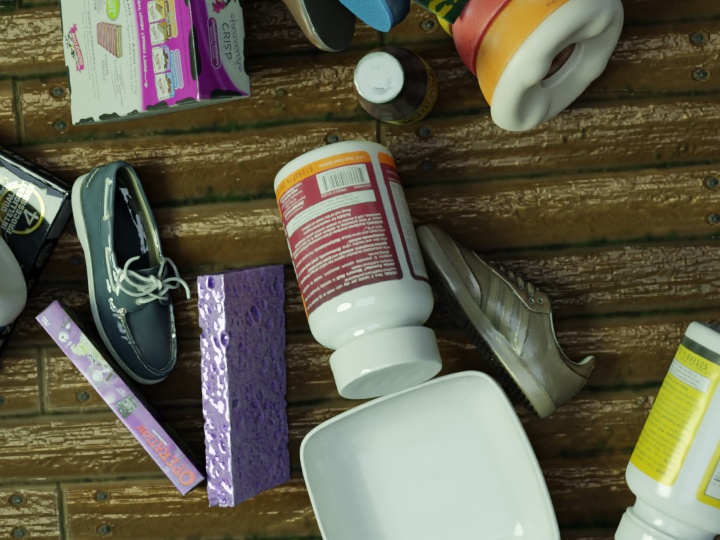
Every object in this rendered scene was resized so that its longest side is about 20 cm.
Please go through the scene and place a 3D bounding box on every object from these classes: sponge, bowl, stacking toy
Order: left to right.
[{"bbox_3d":[-0.101,0.099,1.450,0.030,0.111,0.201,-1,93,25],"label":"sponge"},{"bbox_3d":[0.065,0.198,1.452,0.199,0.075,0.201,-21,89,9],"label":"bowl"},{"bbox_3d":[0.114,-0.231,1.411,0.146,0.146,0.200,-46,68,8],"label":"stacking toy"}]

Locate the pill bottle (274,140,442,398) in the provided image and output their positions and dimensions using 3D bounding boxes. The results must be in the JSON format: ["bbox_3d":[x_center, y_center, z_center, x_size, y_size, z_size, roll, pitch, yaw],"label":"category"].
[{"bbox_3d":[0.000,0.000,1.405,0.109,0.110,0.201,-18,72,9],"label":"pill bottle"}]

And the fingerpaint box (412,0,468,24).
[{"bbox_3d":[0.036,-0.329,1.382,0.200,0.073,0.167,38,99,34],"label":"fingerpaint box"}]

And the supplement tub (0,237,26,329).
[{"bbox_3d":[-0.405,0.037,1.421,0.200,0.145,0.145,-39,87,12],"label":"supplement tub"}]

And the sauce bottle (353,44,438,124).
[{"bbox_3d":[0.027,-0.154,1.373,0.066,0.200,0.066,1,96,8],"label":"sauce bottle"}]

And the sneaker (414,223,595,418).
[{"bbox_3d":[0.125,0.031,1.447,0.075,0.070,0.200,-36,91,-10],"label":"sneaker"}]

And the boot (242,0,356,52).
[{"bbox_3d":[-0.100,-0.225,1.405,0.200,0.064,0.187,-33,67,41],"label":"boot"}]

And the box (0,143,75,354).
[{"bbox_3d":[-0.371,-0.024,1.515,0.161,0.049,0.201,30,99,7],"label":"box"}]

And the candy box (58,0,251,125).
[{"bbox_3d":[-0.180,-0.203,1.415,0.199,0.061,0.137,-2,95,49],"label":"candy box"}]

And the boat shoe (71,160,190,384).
[{"bbox_3d":[-0.200,0.001,1.477,0.062,0.075,0.201,-18,83,45],"label":"boat shoe"}]

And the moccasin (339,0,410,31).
[{"bbox_3d":[-0.018,-0.282,1.295,0.068,0.080,0.200,-35,86,-20],"label":"moccasin"}]

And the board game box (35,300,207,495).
[{"bbox_3d":[-0.207,0.113,1.463,0.032,0.120,0.200,-40,87,-9],"label":"board game box"}]

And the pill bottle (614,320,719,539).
[{"bbox_3d":[0.291,0.153,1.397,0.111,0.111,0.201,24,96,6],"label":"pill bottle"}]
